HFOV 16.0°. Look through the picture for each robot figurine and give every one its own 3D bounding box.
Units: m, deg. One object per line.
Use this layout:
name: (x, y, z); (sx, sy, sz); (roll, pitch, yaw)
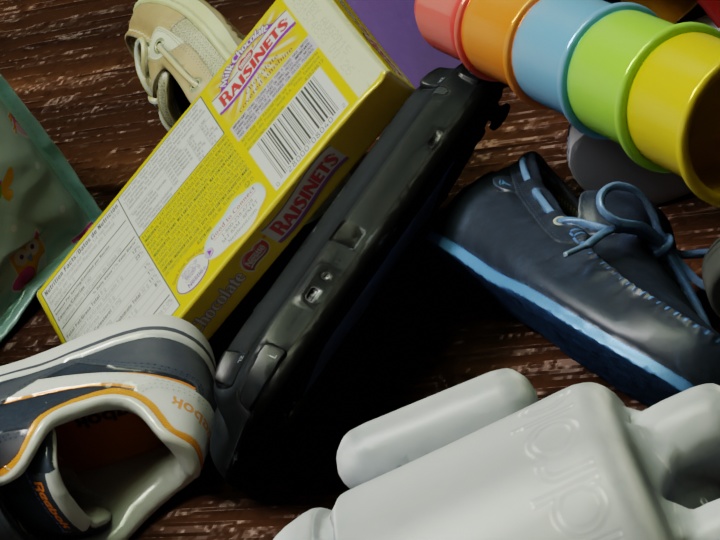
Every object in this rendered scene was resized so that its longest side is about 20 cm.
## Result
robot figurine: (0.046, 0.111, 0.838); (0.200, 0.113, 0.170); (-27, 52, 8)

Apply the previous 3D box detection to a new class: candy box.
candy box: (-0.063, -0.032, 1.135); (0.200, 0.026, 0.102); (-49, 36, 12)

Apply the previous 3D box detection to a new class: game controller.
game controller: (0.000, 0.000, 1.058); (0.042, 0.104, 0.200); (29, 62, 13)

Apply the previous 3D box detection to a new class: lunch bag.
lunch bag: (-0.244, -0.073, 1.248); (0.170, 0.200, 0.122); (14, 54, 49)

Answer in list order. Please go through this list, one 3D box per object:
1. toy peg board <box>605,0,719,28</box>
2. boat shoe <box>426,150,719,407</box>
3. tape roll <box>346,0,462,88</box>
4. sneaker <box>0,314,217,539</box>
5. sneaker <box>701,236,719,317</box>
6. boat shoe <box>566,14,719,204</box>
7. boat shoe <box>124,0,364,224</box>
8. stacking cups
toy peg board: (0.164, -0.164, 1.057); (0.200, 0.098, 0.199); (-40, 2, -24)
boat shoe: (0.090, -0.006, 0.994); (0.069, 0.084, 0.200); (-49, 37, -3)
tape roll: (0.065, -0.181, 1.247); (0.200, 0.085, 0.200); (-21, 35, 16)
sneaker: (-0.153, 0.087, 1.076); (0.200, 0.079, 0.079); (-26, 33, 11)
sneaker: (0.217, -0.040, 0.948); (0.199, 0.060, 0.104); (-12, 45, 3)
boat shoe: (0.175, -0.090, 1.049); (0.200, 0.074, 0.065); (-16, 40, 21)
boat shoe: (-0.069, -0.076, 1.232); (0.063, 0.073, 0.201); (-40, 43, -9)
stacking cups: (0.091, -0.082, 0.981); (0.060, 0.061, 0.200); (-38, 33, -11)
